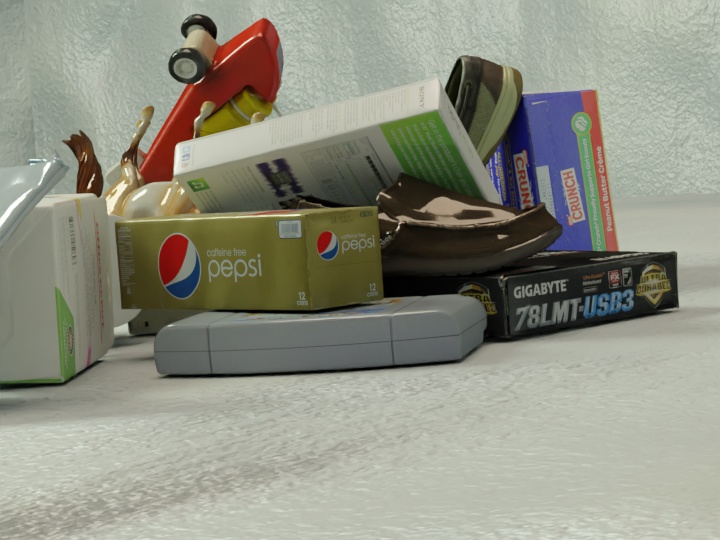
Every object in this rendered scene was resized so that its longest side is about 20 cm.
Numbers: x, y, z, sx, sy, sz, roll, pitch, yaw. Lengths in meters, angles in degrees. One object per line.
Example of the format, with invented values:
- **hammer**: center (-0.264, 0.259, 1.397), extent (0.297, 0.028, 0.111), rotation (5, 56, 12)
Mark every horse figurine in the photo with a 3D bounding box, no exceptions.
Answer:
- **horse figurine**: center (-0.155, -0.065, 1.682), extent (0.200, 0.133, 0.050), rotation (2, -23, 39)

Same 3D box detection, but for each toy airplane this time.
- **toy airplane**: center (-0.124, -0.101, 1.827), extent (0.141, 0.200, 0.199), rotation (26, -13, -11)

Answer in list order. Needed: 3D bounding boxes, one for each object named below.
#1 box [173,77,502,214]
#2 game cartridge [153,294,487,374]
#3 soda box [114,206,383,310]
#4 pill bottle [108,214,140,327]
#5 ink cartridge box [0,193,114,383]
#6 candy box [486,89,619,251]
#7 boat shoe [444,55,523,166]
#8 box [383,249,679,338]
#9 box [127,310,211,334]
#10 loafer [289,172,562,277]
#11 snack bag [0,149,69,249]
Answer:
- **box**: center (-0.013, -0.059, 1.546), extent (0.200, 0.036, 0.144), rotation (-12, -39, 17)
- **game cartridge**: center (-0.025, 0.041, 1.405), extent (0.200, 0.042, 0.133), rotation (-3, 0, 11)
- **soda box**: center (-0.078, -0.007, 1.463), extent (0.068, 0.064, 0.200), rotation (-8, 5, -44)
- **pill bottle**: center (-0.255, 0.000, 1.675), extent (0.200, 0.113, 0.113), rotation (-1, 5, 45)
- **ink cartridge box**: center (-0.216, 0.008, 1.472), extent (0.067, 0.117, 0.200), rotation (-3, 4, 4)
- **candy box**: center (0.144, -0.071, 1.895), extent (0.077, 0.169, 0.200), rotation (-9, 6, -18)
- **boat shoe**: center (0.065, -0.087, 1.813), extent (0.066, 0.201, 0.072), rotation (23, 12, -17)
- **box**: center (0.094, 0.015, 1.576), extent (0.198, 0.050, 0.200), rotation (-2, 5, 45)
- **box**: center (-0.141, 0.008, 1.781), extent (0.082, 0.069, 0.200), rotation (-5, 4, 1)
- **loafer**: center (0.037, -0.032, 1.483), extent (0.200, 0.071, 0.073), rotation (-5, 5, 9)
- **snack bag**: center (-0.276, 0.010, 1.316), extent (0.188, 0.021, 0.200), rotation (-2, 48, 54)
